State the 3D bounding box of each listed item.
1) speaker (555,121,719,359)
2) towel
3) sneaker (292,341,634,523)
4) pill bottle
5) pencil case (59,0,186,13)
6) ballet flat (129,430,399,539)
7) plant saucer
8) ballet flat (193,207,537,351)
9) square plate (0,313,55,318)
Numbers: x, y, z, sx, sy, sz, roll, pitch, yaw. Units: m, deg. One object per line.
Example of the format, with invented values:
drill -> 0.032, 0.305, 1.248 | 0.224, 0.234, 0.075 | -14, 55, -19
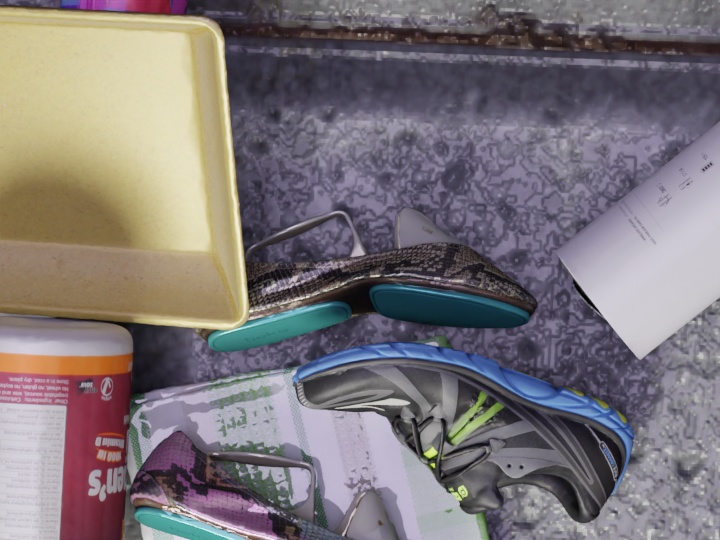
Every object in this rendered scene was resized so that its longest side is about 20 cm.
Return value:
speaker -> 0.208, -0.040, 1.623 | 0.200, 0.081, 0.081 | -39, 87, 4
towel -> -0.031, 0.127, 1.677 | 0.199, 0.031, 0.150 | -12, 91, 3
sneaker -> 0.057, 0.091, 1.621 | 0.199, 0.071, 0.083 | 18, 78, -13
pill bottle -> -0.186, 0.129, 1.622 | 0.109, 0.110, 0.201 | 3, 93, 6
pencil case -> -0.138, -0.177, 1.654 | 0.088, 0.088, 0.201 | 3, 92, 6
ballet flat -> -0.032, 0.146, 1.636 | 0.200, 0.069, 0.071 | 25, 73, 2
plant saucer -> -0.160, -0.068, 1.607 | 0.199, 0.048, 0.200 | 4, 125, 12
ballet flat -> 0.000, 0.000, 1.656 | 0.199, 0.068, 0.076 | -5, 70, 7
square plate -> -0.275, 0.048, 1.697 | 0.198, 0.028, 0.201 | 6, 91, 5
